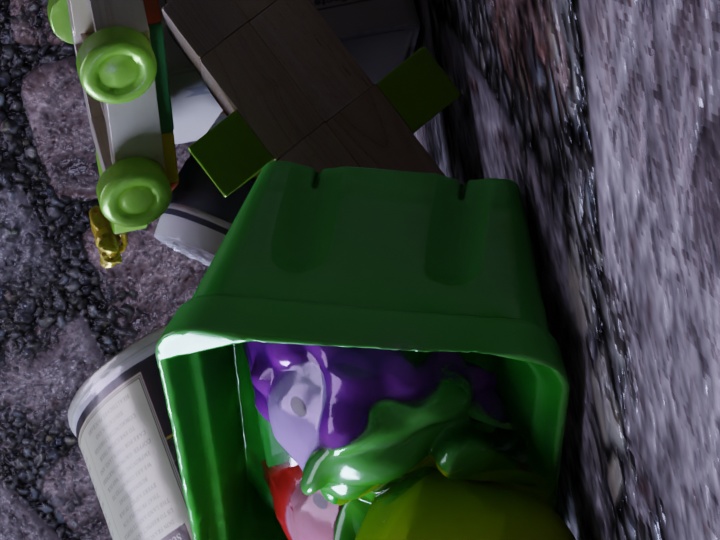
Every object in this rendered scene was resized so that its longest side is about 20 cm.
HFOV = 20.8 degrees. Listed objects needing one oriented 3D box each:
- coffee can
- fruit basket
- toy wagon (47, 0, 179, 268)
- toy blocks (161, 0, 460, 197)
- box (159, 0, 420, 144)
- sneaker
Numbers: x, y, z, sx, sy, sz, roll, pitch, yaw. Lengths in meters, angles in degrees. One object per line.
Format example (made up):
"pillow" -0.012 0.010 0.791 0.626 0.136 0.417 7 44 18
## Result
"coffee can" -0.029 0.129 0.858 0.146 0.146 0.200 88 160 -67
"fruit basket" 0.011 0.091 0.684 0.216 0.155 0.217 5 -90 -85
"toy wagon" -0.114 -0.089 0.891 0.155 0.039 0.200 -112 14 -46
"toy blocks" -0.018 -0.059 0.843 0.200 0.100 0.137 52 177 -3
"box" -0.058 -0.180 0.969 0.109 0.127 0.201 106 152 -76
"sneaker" -0.012 -0.014 0.971 0.200 0.078 0.080 31 -103 -48
